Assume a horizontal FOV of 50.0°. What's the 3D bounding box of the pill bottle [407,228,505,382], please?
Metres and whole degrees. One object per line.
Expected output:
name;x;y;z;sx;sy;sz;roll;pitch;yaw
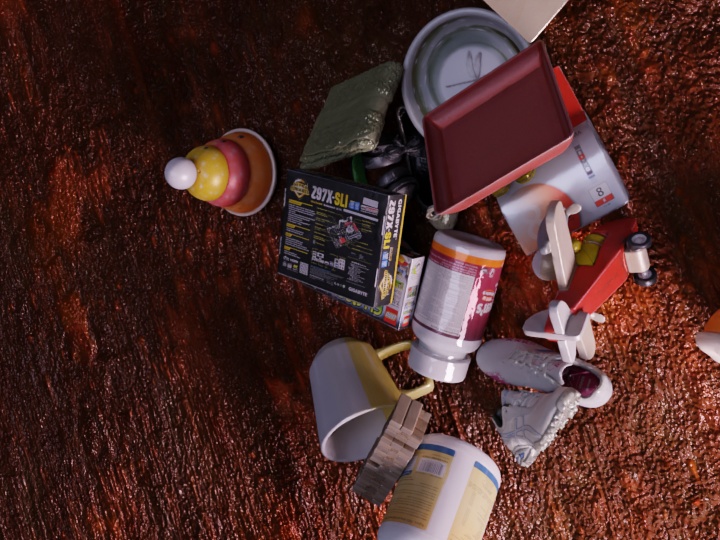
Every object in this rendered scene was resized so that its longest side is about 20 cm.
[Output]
pill bottle;0.136;0.051;1.127;0.108;0.109;0.205;19;104;25

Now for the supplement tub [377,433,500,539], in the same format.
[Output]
supplement tub;0.108;0.357;1.111;0.142;0.202;0.146;20;148;13

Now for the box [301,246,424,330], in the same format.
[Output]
box;0.000;0.000;1.162;0.197;0.034;0.113;23;111;34

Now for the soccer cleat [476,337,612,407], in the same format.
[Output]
soccer cleat;0.254;0.134;1.081;0.196;0.086;0.071;15;76;23

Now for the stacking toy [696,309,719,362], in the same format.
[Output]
stacking toy;0.503;0.024;0.927;0.144;0.146;0.204;19;87;25

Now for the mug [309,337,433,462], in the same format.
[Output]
mug;0.004;0.189;1.209;0.151;0.182;0.155;110;147;-43

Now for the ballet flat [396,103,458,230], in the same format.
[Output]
ballet flat;0.093;-0.152;1.157;0.066;0.056;0.204;-22;85;29

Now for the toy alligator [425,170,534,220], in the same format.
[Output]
toy alligator;0.170;-0.134;1.058;0.198;0.059;0.055;-28;39;29

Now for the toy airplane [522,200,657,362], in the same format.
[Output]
toy airplane;0.274;0.017;1.007;0.140;0.196;0.205;28;107;47

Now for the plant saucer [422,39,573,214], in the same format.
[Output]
plant saucer;0.177;-0.179;1.007;0.197;0.037;0.203;-29;43;27

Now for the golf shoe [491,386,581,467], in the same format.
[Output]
golf shoe;0.231;0.199;1.065;0.097;0.078;0.201;44;150;17

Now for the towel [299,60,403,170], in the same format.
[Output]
towel;-0.015;-0.227;1.147;0.198;0.036;0.151;-8;57;57

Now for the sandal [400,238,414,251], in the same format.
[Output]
sandal;0.002;-0.055;1.217;0.205;0.059;0.080;35;111;21

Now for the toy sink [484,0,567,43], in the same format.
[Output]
toy sink;0.224;-0.398;1.013;0.111;0.201;0.131;37;114;-13

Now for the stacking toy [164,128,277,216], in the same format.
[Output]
stacking toy;-0.240;-0.159;1.257;0.143;0.199;0.150;4;98;27

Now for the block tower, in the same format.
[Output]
block tower;0.043;0.270;1.137;0.053;0.058;0.202;26;133;5

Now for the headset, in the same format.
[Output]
headset;0.031;-0.146;1.137;0.199;0.093;0.126;-27;84;61

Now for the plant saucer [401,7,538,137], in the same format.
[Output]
plant saucer;0.157;-0.267;1.097;0.195;0.050;0.205;7;113;17

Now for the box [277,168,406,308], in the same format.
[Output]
box;-0.032;-0.051;1.126;0.197;0.049;0.164;17;106;36

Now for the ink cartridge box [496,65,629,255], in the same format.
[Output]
ink cartridge box;0.250;-0.146;1.053;0.160;0.050;0.202;-29;99;27
